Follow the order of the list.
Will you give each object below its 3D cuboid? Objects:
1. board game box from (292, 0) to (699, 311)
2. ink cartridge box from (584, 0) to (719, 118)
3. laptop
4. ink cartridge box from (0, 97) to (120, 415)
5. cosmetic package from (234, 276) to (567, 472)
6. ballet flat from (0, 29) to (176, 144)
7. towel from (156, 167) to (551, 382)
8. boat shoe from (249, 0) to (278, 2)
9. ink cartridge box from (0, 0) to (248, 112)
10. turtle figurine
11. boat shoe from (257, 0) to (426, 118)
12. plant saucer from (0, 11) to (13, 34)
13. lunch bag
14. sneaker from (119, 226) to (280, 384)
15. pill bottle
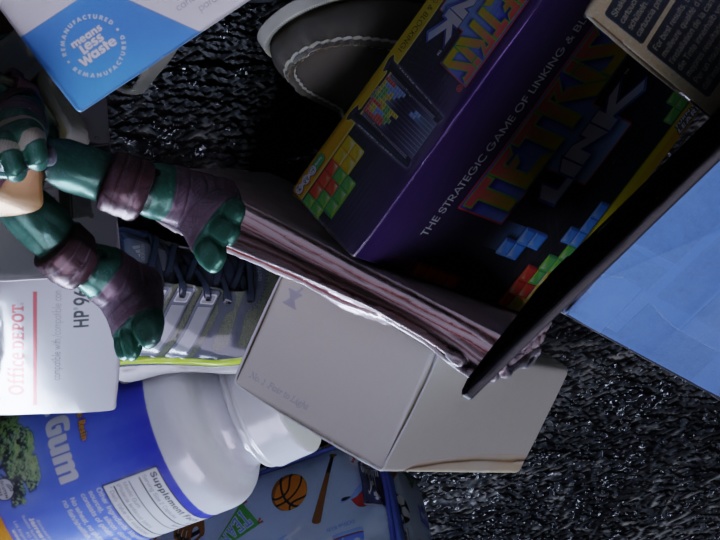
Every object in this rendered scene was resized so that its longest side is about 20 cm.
[{"bbox_3d":[0.086,-0.082,1.023,0.165,0.057,0.201,16,115,-53],"label":"board game box"},{"bbox_3d":[0.194,-0.182,0.902,0.075,0.200,0.165,38,138,7],"label":"ink cartridge box"},{"bbox_3d":[0.168,-0.002,0.944,0.116,0.200,0.187,44,117,1],"label":"laptop"},{"bbox_3d":[-0.151,-0.010,1.047,0.067,0.201,0.116,-2,145,-9],"label":"ink cartridge box"},{"bbox_3d":[0.027,0.057,1.195,0.200,0.103,0.074,10,107,-64],"label":"cosmetic package"},{"bbox_3d":[-0.129,-0.090,0.957,0.200,0.070,0.069,-44,135,15],"label":"ballet flat"},{"bbox_3d":[0.000,0.000,1.077,0.190,0.032,0.200,28,-174,9],"label":"towel"},{"bbox_3d":[0.027,-0.174,0.984,0.198,0.061,0.076,-21,143,16],"label":"boat shoe"},{"bbox_3d":[-0.122,-0.179,0.854,0.116,0.067,0.201,-32,113,9],"label":"ink cartridge box"},{"bbox_3d":[-0.156,-0.038,0.896,0.199,0.102,0.149,23,146,-25],"label":"turtle figurine"},{"bbox_3d":[0.032,-0.090,1.062,0.072,0.061,0.201,-32,155,33],"label":"boat shoe"},{"bbox_3d":[-0.160,-0.178,0.960,0.198,0.032,0.201,-6,144,-4],"label":"plant saucer"},{"bbox_3d":[-0.042,0.206,1.407,0.199,0.161,0.076,-22,144,18],"label":"lunch bag"},{"bbox_3d":[-0.102,0.014,1.208,0.198,0.074,0.081,-14,140,2],"label":"sneaker"},{"bbox_3d":[-0.128,0.099,1.282,0.199,0.113,0.112,-22,143,16],"label":"pill bottle"}]
